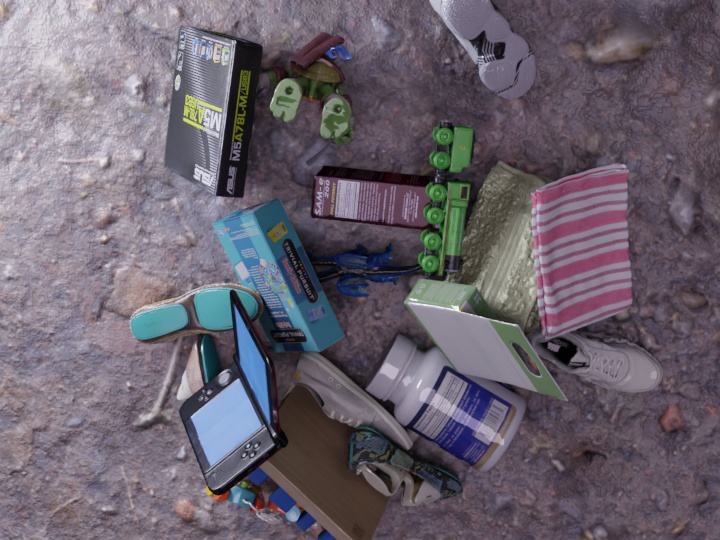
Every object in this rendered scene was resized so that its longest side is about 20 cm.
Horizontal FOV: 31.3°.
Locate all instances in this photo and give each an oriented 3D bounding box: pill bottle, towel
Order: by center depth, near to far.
[{"bbox_3d":[0.280,-0.023,1.601,0.145,0.030,0.202,-18,112,-28],"label":"towel"},{"bbox_3d":[0.192,-0.029,1.640,0.148,0.036,0.201,22,90,27],"label":"towel"},{"bbox_3d":[0.113,0.174,1.744,0.199,0.120,0.120,31,103,-2],"label":"pill bottle"}]

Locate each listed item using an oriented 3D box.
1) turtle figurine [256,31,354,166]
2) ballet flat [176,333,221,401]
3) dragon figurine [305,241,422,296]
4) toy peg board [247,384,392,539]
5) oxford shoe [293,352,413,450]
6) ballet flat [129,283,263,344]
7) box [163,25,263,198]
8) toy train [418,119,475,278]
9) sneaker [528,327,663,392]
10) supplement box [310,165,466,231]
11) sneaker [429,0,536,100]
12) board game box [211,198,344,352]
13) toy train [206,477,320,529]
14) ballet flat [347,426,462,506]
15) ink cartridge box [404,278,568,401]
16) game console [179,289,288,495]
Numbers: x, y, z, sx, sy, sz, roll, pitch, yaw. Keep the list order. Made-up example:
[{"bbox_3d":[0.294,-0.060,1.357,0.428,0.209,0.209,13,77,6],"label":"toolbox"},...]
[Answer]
[{"bbox_3d":[-0.076,-0.198,1.645,0.199,0.194,0.144,-35,105,7],"label":"turtle figurine"},{"bbox_3d":[-0.219,0.189,1.805,0.067,0.068,0.202,-14,99,15],"label":"ballet flat"},{"bbox_3d":[0.000,0.000,1.709,0.199,0.099,0.059,7,108,39],"label":"dragon figurine"},{"bbox_3d":[-0.068,0.286,1.754,0.200,0.199,0.098,43,118,-5],"label":"toy peg board"},{"bbox_3d":[-0.014,0.190,1.776,0.200,0.075,0.058,38,75,-2],"label":"oxford shoe"},{"bbox_3d":[-0.221,0.056,1.773,0.198,0.065,0.071,-8,93,15],"label":"ballet flat"},{"bbox_3d":[-0.194,-0.208,1.657,0.047,0.200,0.195,4,104,-30],"label":"box"},{"bbox_3d":[0.110,-0.088,1.622,0.056,0.042,0.202,4,101,-8],"label":"toy train"},{"bbox_3d":[0.314,0.121,1.737,0.198,0.081,0.076,19,101,-1],"label":"sneaker"},{"bbox_3d":[0.039,-0.095,1.699,0.198,0.109,0.061,7,102,4],"label":"supplement box"},{"bbox_3d":[0.156,-0.315,1.664,0.075,0.115,0.200,-35,131,11],"label":"sneaker"},{"bbox_3d":[-0.111,0.011,1.715,0.047,0.151,0.201,-30,100,-25],"label":"board game box"},{"bbox_3d":[-0.129,0.306,1.769,0.149,0.200,0.056,19,83,13],"label":"toy train"},{"bbox_3d":[0.057,0.287,1.768,0.199,0.074,0.074,31,104,-25],"label":"ballet flat"},{"bbox_3d":[0.164,0.084,1.597,0.048,0.199,0.146,-53,126,-23],"label":"ink cartridge box"},{"bbox_3d":[-0.175,0.154,1.651,0.172,0.200,0.119,-38,125,2],"label":"game console"}]
